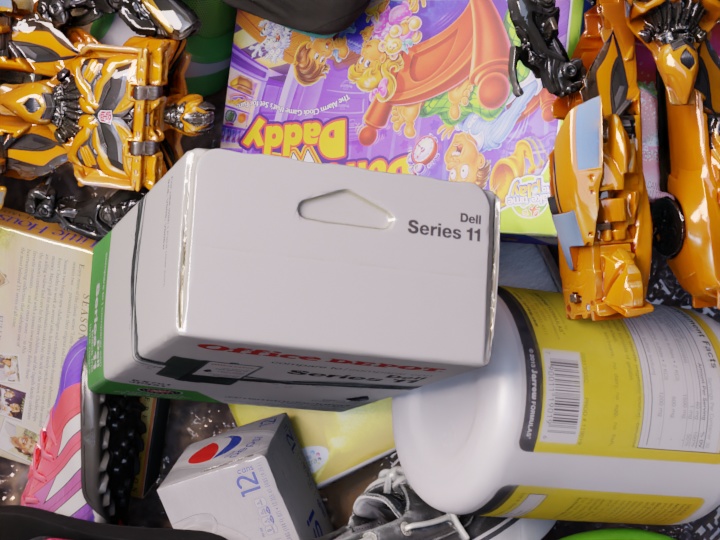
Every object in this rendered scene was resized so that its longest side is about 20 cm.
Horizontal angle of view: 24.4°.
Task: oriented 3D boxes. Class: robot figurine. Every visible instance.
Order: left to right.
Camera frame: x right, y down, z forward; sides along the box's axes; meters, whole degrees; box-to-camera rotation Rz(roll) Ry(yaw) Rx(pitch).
[{"bbox_3d":[-0.175,-0.089,0.863,0.200,0.058,0.145,8,105,14],"label":"robot figurine"},{"bbox_3d":[0.141,-0.080,0.779,0.145,0.058,0.200,-5,93,-25],"label":"robot figurine"}]

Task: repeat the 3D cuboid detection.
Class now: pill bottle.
[{"bbox_3d":[0.125,0.070,0.835,0.200,0.112,0.112,7,90,-27],"label":"pill bottle"}]

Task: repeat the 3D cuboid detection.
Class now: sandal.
[{"bbox_3d":[-0.150,0.164,0.864,0.200,0.045,0.075,-4,115,28],"label":"sandal"}]

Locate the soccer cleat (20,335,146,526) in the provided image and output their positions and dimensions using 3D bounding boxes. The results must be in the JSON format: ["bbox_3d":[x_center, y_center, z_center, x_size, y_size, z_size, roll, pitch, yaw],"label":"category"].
[{"bbox_3d":[-0.160,0.122,0.910,0.073,0.068,0.200,9,118,11],"label":"soccer cleat"}]

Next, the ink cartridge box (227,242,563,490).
[{"bbox_3d":[0.000,0.000,0.926,0.197,0.047,0.200,-27,88,9],"label":"ink cartridge box"}]

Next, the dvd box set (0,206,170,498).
[{"bbox_3d":[-0.201,0.035,0.938,0.200,0.029,0.147,15,115,9],"label":"dvd box set"}]

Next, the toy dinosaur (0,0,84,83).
[{"bbox_3d":[-0.210,-0.122,0.962,0.200,0.058,0.101,-44,60,20],"label":"toy dinosaur"}]

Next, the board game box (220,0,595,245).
[{"bbox_3d":[0.025,-0.086,0.859,0.200,0.045,0.135,4,85,29],"label":"board game box"}]

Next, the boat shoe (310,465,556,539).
[{"bbox_3d":[0.023,0.135,0.857,0.199,0.074,0.068,-21,88,-36],"label":"boat shoe"}]

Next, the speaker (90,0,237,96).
[{"bbox_3d":[-0.101,-0.197,0.888,0.088,0.088,0.200,11,119,9],"label":"speaker"}]

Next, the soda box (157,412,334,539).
[{"bbox_3d":[-0.037,0.184,0.891,0.063,0.068,0.200,-19,101,12],"label":"soda box"}]

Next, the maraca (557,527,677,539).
[{"bbox_3d":[0.102,0.210,0.867,0.200,0.107,0.137,-21,100,-4],"label":"maraca"}]

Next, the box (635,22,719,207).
[{"bbox_3d":[0.213,-0.068,0.867,0.200,0.095,0.100,13,90,9],"label":"box"}]

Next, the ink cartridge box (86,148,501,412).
[{"bbox_3d":[-0.039,0.012,0.786,0.146,0.200,0.083,6,77,-18],"label":"ink cartridge box"}]

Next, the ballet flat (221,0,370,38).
[{"bbox_3d":[-0.086,-0.171,0.810,0.200,0.068,0.068,11,57,-14],"label":"ballet flat"}]
